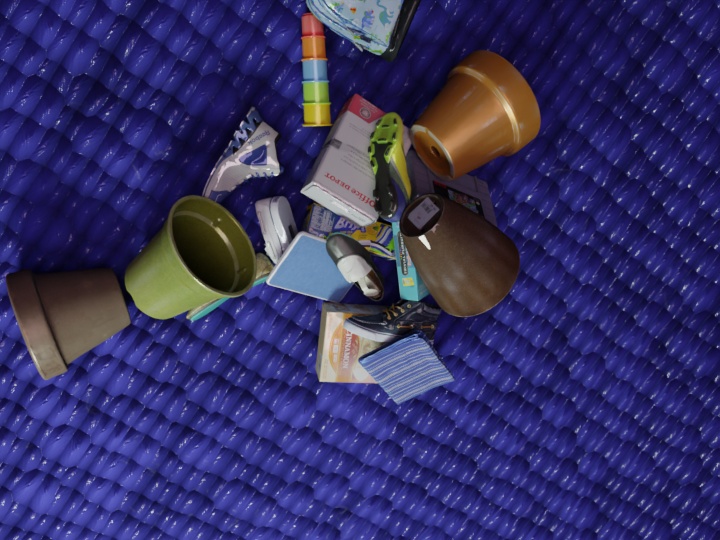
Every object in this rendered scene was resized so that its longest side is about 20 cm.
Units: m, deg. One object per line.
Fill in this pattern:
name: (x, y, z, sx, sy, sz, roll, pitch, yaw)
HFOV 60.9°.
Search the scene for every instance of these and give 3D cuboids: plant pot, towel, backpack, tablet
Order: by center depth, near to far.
backpack: (0.001, -0.480, 1.070, 0.199, 0.154, 0.164, 25, 106, -3)
plant pot: (0.162, -0.046, 1.113, 0.187, 0.187, 0.200, -46, 129, 3)
plant pot: (-0.526, 0.075, 1.125, 0.173, 0.200, 0.202, -20, 109, -23)
plant pot: (-0.326, -0.005, 1.126, 0.183, 0.201, 0.201, -30, 111, 27)
plant pot: (0.199, -0.271, 1.145, 0.183, 0.200, 0.201, -39, 109, -10)
tablet: (-0.079, -0.002, 1.216, 0.199, 0.014, 0.130, 18, 117, -43)
towel: (0.098, 0.204, 1.254, 0.144, 0.024, 0.200, -26, 133, 12)

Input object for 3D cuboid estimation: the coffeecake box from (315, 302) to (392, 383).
coffeecake box: (0.013, 0.155, 1.304, 0.198, 0.073, 0.155, 4, 103, -13)

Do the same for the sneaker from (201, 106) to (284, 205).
sneaker: (-0.210, -0.195, 1.161, 0.115, 0.081, 0.200, 31, 95, -15)

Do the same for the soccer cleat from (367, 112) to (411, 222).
soccer cleat: (0.059, -0.186, 1.124, 0.083, 0.064, 0.202, 11, 77, -54)

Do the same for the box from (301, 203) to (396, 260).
box: (-0.015, -0.076, 1.232, 0.198, 0.070, 0.065, 16, 86, -15)

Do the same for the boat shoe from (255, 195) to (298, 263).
boat shoe: (-0.159, -0.053, 1.223, 0.065, 0.074, 0.202, -2, 114, 21)

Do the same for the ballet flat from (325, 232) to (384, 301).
ballet flat: (0.000, 0.000, 1.204, 0.068, 0.069, 0.200, -27, 141, 16)

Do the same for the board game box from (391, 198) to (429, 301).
board game box: (0.130, -0.060, 1.241, 0.150, 0.047, 0.202, -25, 114, -47)

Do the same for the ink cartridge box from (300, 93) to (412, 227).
ink cartridge box: (-0.004, -0.204, 1.166, 0.145, 0.085, 0.201, 29, 74, -17)

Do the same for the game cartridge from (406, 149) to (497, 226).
game cartridge: (0.182, -0.156, 1.214, 0.198, 0.130, 0.038, 17, 134, -26)

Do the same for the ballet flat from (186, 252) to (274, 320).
ballet flat: (-0.267, 0.027, 1.223, 0.199, 0.071, 0.071, -29, 108, -2)

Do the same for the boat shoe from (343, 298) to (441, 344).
boat shoe: (0.065, 0.094, 1.230, 0.198, 0.071, 0.092, 12, 99, -22)

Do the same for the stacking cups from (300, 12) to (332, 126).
stacking cups: (-0.081, -0.375, 1.153, 0.060, 0.061, 0.202, -2, 103, -11)
